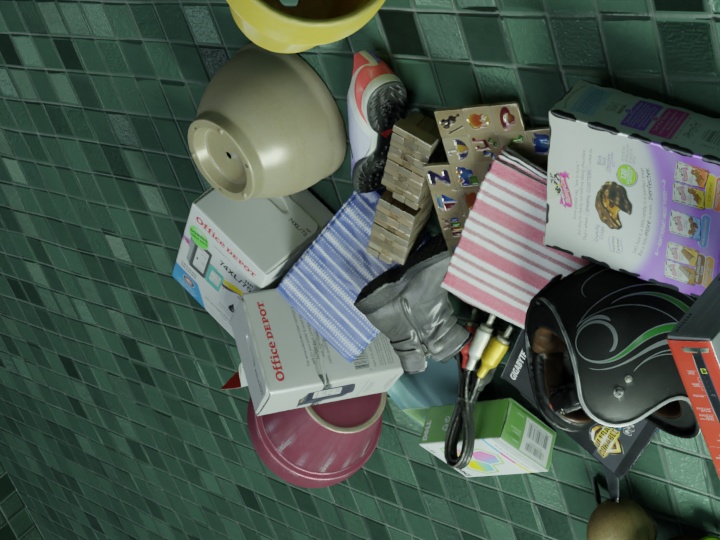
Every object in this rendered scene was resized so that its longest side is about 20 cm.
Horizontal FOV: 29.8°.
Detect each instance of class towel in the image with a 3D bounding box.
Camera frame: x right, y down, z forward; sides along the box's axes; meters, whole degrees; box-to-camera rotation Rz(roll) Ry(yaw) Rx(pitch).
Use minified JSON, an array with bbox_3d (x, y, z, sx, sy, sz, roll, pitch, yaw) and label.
[{"bbox_3d":[0.184,-0.026,1.510,0.145,0.030,0.201,28,127,9],"label":"towel"},{"bbox_3d":[0.000,0.000,1.740,0.145,0.024,0.200,44,109,6],"label":"towel"}]

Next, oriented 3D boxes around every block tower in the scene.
[{"bbox_3d":[0.057,-0.097,1.615,0.054,0.058,0.201,28,137,16],"label":"block tower"}]

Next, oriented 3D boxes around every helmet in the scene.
[{"bbox_3d":[0.284,0.086,1.420,0.200,0.189,0.202,169,90,-78],"label":"helmet"}]

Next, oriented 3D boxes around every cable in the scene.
[{"bbox_3d":[0.131,0.145,1.717,0.050,0.202,0.097,20,-176,-40],"label":"cable"}]

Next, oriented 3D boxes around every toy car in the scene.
[{"bbox_3d":[0.346,0.330,1.682,0.165,0.156,0.201,97,152,-60],"label":"toy car"}]

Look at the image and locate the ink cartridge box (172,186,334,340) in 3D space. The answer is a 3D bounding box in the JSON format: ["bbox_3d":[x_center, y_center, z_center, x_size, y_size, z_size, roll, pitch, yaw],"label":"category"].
[{"bbox_3d":[-0.151,-0.033,1.881,0.147,0.146,0.200,43,148,11],"label":"ink cartridge box"}]

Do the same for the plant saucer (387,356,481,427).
[{"bbox_3d":[0.094,0.146,1.874,0.199,0.027,0.201,33,145,26],"label":"plant saucer"}]

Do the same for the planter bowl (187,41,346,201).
[{"bbox_3d":[-0.135,-0.173,1.729,0.199,0.135,0.201,32,143,27],"label":"planter bowl"}]

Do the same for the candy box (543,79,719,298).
[{"bbox_3d":[0.284,-0.078,1.332,0.199,0.072,0.169,21,136,27],"label":"candy box"}]

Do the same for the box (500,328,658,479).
[{"bbox_3d":[0.274,0.126,1.609,0.198,0.050,0.201,39,146,16],"label":"box"}]

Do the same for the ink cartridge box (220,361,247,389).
[{"bbox_3d":[-0.121,0.096,1.965,0.050,0.162,0.199,52,149,-15],"label":"ink cartridge box"}]

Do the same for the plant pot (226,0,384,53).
[{"bbox_3d":[-0.067,-0.325,1.451,0.201,0.200,0.189,49,165,1],"label":"plant pot"}]

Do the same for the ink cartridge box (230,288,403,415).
[{"bbox_3d":[-0.059,0.098,1.811,0.084,0.198,0.146,125,132,-57],"label":"ink cartridge box"}]

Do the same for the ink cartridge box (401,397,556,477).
[{"bbox_3d":[0.148,0.224,1.792,0.199,0.060,0.104,-12,141,45],"label":"ink cartridge box"}]

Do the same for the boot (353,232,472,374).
[{"bbox_3d":[0.100,0.037,1.679,0.199,0.070,0.132,-33,104,33],"label":"boot"}]

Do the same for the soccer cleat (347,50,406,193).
[{"bbox_3d":[0.014,-0.174,1.622,0.201,0.068,0.074,94,151,-53],"label":"soccer cleat"}]

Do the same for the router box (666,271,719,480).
[{"bbox_3d":[0.381,0.080,1.278,0.049,0.200,0.181,1,124,47],"label":"router box"}]

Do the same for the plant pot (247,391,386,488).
[{"bbox_3d":[-0.049,0.193,1.927,0.200,0.200,0.179,48,153,4],"label":"plant pot"}]

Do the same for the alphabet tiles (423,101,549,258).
[{"bbox_3d":[0.153,-0.095,1.514,0.166,0.008,0.201,-2,123,28],"label":"alphabet tiles"}]
